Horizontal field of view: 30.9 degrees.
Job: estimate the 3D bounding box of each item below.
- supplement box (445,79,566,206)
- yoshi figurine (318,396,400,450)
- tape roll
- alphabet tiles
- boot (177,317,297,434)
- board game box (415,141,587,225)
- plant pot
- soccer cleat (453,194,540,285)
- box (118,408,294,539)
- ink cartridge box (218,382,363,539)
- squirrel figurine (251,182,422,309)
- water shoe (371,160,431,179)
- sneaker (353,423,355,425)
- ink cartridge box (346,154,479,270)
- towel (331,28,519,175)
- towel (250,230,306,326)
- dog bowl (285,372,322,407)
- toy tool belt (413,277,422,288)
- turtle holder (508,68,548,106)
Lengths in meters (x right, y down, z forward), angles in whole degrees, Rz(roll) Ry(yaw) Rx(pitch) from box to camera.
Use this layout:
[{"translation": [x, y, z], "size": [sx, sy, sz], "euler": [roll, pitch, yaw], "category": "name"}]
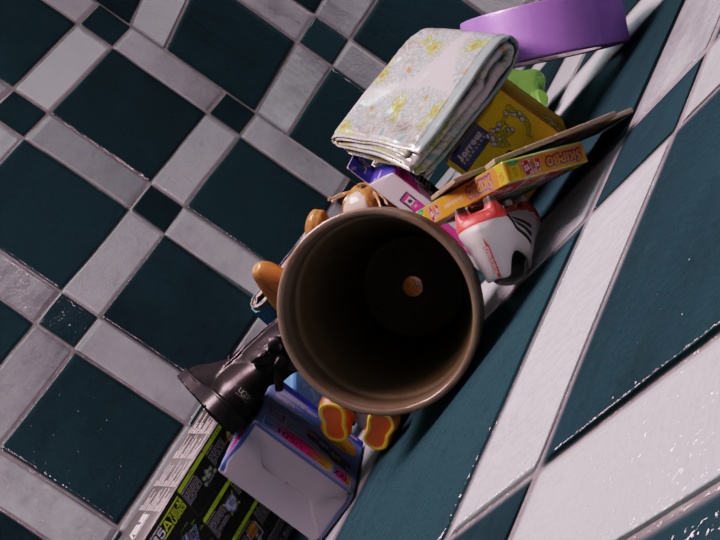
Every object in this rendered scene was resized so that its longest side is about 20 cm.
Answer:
[{"translation": [0.181, -0.160, 1.600], "size": [0.109, 0.109, 0.200], "euler": [-55, 3, 15], "category": "supplement box"}, {"translation": [0.028, 0.098, 1.421], "size": [0.112, 0.112, 0.200], "euler": [-33, 14, 35], "category": "yoshi figurine"}, {"translation": [0.226, -0.292, 1.599], "size": [0.200, 0.066, 0.200], "euler": [-12, 4, 1], "category": "tape roll"}, {"translation": [0.171, -0.117, 1.315], "size": [0.200, 0.006, 0.166], "euler": [-22, -2, -11], "category": "alphabet tiles"}, {"translation": [-0.112, 0.096, 1.428], "size": [0.162, 0.073, 0.198], "euler": [-44, 14, -11], "category": "boot"}, {"translation": [0.135, -0.082, 1.314], "size": [0.095, 0.030, 0.200], "euler": [-16, -3, -26], "category": "board game box"}, {"translation": [0.035, 0.028, 1.307], "size": [0.200, 0.200, 0.174], "euler": [-54, -6, 15], "category": "plant pot"}, {"translation": [0.143, -0.027, 1.292], "size": [0.069, 0.085, 0.200], "euler": [-20, -5, 17], "category": "soccer cleat"}, {"translation": [-0.166, 0.295, 1.499], "size": [0.047, 0.193, 0.200], "euler": [-6, 40, 39], "category": "box"}, {"translation": [-0.073, 0.201, 1.455], "size": [0.076, 0.136, 0.200], "euler": [-52, 5, 10], "category": "ink cartridge box"}, {"translation": [0.000, 0.000, 1.554], "size": [0.141, 0.200, 0.187], "euler": [-4, 42, 34], "category": "squirrel figurine"}, {"translation": [0.083, -0.162, 1.666], "size": [0.200, 0.071, 0.079], "euler": [-54, -12, 26], "category": "water shoe"}, {"translation": [-0.010, 0.138, 1.685], "size": [0.098, 0.071, 0.200], "euler": [-57, 2, 6], "category": "sneaker"}, {"translation": [0.075, -0.082, 1.554], "size": [0.037, 0.200, 0.095], "euler": [-53, 5, 16], "category": "ink cartridge box"}, {"translation": [0.073, -0.205, 1.525], "size": [0.200, 0.048, 0.171], "euler": [-51, 37, -13], "category": "towel"}, {"translation": [-0.053, 0.031, 1.647], "size": [0.147, 0.022, 0.200], "euler": [-54, -33, -9], "category": "towel"}, {"translation": [-0.075, 0.180, 1.614], "size": [0.111, 0.049, 0.200], "euler": [-157, 65, -67], "category": "dog bowl"}, {"translation": [0.070, -0.024, 1.676], "size": [0.125, 0.123, 0.200], "euler": [-59, 4, 11], "category": "toy tool belt"}, {"translation": [0.187, -0.224, 1.852], "size": [0.132, 0.141, 0.186], "euler": [102, -173, -52], "category": "turtle holder"}]
